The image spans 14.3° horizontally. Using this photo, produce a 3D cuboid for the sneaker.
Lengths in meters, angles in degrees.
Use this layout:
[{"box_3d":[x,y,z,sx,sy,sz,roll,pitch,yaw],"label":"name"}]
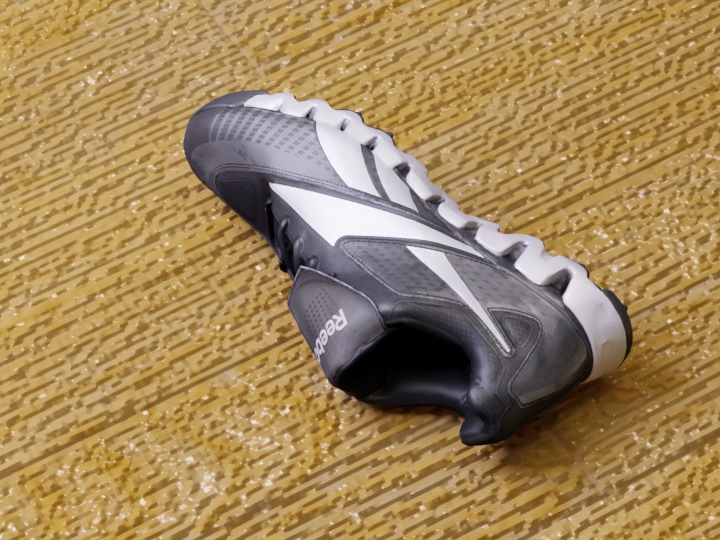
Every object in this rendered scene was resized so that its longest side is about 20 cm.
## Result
[{"box_3d":[0.000,0.000,1.100,0.200,0.067,0.090,32,54,19],"label":"sneaker"}]
